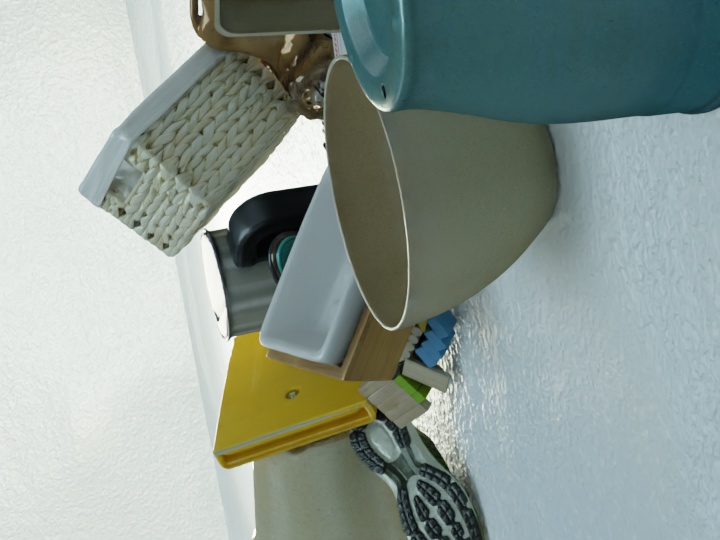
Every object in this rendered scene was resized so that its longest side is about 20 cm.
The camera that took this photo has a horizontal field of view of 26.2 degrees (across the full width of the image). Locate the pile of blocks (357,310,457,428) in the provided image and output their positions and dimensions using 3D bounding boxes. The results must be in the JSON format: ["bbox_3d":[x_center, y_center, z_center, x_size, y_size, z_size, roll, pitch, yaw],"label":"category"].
[{"bbox_3d":[0.060,0.061,1.457,0.062,0.082,0.201,-55,-15,-44],"label":"pile of blocks"}]

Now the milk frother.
[{"bbox_3d":[-0.073,-0.052,1.594,0.200,0.187,0.181,-118,21,-49],"label":"milk frother"}]

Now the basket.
[{"bbox_3d":[-0.169,-0.127,1.584,0.123,0.200,0.136,42,142,-2],"label":"basket"}]

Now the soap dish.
[{"bbox_3d":[0.000,0.000,1.366,0.157,0.081,0.201,9,75,62],"label":"soap dish"}]

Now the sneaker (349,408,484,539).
[{"bbox_3d":[0.072,0.212,1.530,0.088,0.077,0.200,20,-147,-57],"label":"sneaker"}]

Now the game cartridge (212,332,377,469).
[{"bbox_3d":[-0.061,0.107,1.609,0.200,0.176,0.033,-84,-30,-55],"label":"game cartridge"}]

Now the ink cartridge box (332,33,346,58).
[{"bbox_3d":[0.020,-0.208,1.334,0.200,0.066,0.116,-129,30,-63],"label":"ink cartridge box"}]

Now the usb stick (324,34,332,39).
[{"bbox_3d":[-0.054,-0.242,1.690,0.200,0.032,0.056,-134,26,-66],"label":"usb stick"}]

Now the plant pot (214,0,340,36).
[{"bbox_3d":[-0.016,-0.313,1.162,0.200,0.199,0.178,96,168,-54],"label":"plant pot"}]

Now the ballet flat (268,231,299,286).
[{"bbox_3d":[-0.026,0.020,1.493,0.073,0.200,0.073,-31,44,36],"label":"ballet flat"}]

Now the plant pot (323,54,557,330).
[{"bbox_3d":[0.065,-0.068,1.126,0.200,0.134,0.201,168,90,-77],"label":"plant pot"}]

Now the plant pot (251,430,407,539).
[{"bbox_3d":[-0.038,0.230,1.645,0.201,0.199,0.184,-127,25,-61],"label":"plant pot"}]

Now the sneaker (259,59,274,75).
[{"bbox_3d":[-0.095,-0.229,1.675,0.090,0.075,0.200,51,170,-1],"label":"sneaker"}]

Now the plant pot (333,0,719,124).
[{"bbox_3d":[0.086,-0.167,0.837,0.200,0.187,0.201,168,90,-77],"label":"plant pot"}]

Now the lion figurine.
[{"bbox_3d":[-0.100,-0.236,1.551,0.073,0.199,0.123,-64,-2,-60],"label":"lion figurine"}]
